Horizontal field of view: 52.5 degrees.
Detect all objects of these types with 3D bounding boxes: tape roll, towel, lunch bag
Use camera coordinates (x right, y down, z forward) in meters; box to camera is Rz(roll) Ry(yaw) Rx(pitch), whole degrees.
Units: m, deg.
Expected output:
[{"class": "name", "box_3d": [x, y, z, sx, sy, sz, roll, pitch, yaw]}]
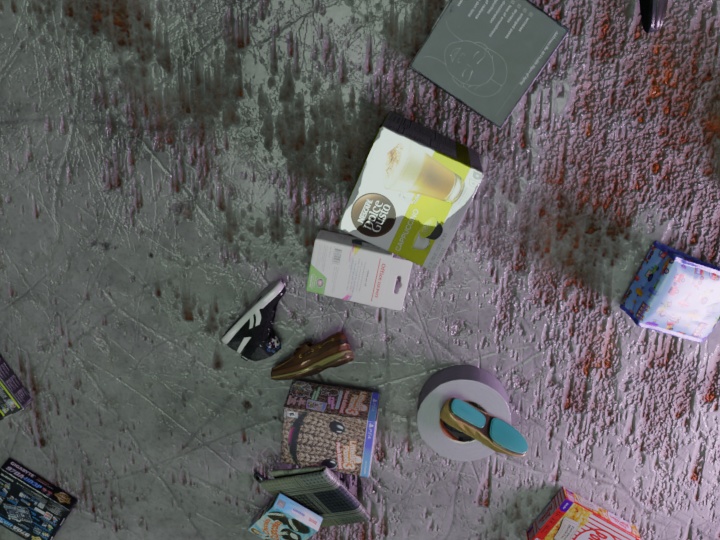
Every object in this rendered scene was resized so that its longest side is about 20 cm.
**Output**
[{"class": "tape roll", "box_3d": [0.221, 0.308, 1.568, 0.199, 0.066, 0.202, 2, 110, 5]}, {"class": "towel", "box_3d": [-0.100, 0.506, 1.634, 0.199, 0.035, 0.193, -19, 122, 32]}, {"class": "lunch bag", "box_3d": [0.640, 0.055, 1.423, 0.199, 0.094, 0.151, 19, 109, -11]}]

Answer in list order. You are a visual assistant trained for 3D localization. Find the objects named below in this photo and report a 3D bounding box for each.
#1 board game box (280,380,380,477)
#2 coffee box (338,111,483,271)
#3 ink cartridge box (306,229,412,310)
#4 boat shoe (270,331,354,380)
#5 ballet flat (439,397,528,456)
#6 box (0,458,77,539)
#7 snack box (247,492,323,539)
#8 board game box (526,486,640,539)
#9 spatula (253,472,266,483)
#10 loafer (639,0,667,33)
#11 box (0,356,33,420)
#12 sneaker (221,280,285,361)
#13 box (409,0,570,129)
[{"class": "board game box", "box_3d": [-0.065, 0.343, 1.587, 0.199, 0.097, 0.160, 8, 119, 4]}, {"class": "coffee box", "box_3d": [0.091, -0.151, 1.340, 0.197, 0.200, 0.200, 24, 111, -3]}, {"class": "ink cartridge box", "box_3d": [0.000, 0.000, 1.477, 0.199, 0.067, 0.118, 13, 111, 2]}, {"class": "boat shoe", "box_3d": [-0.107, 0.187, 1.567, 0.199, 0.072, 0.068, -22, 73, 22]}, {"class": "ballet flat", "box_3d": [0.253, 0.328, 1.514, 0.199, 0.069, 0.063, 33, 138, -4]}, {"class": "box", "box_3d": [-0.820, 0.577, 1.796, 0.199, 0.046, 0.159, 34, 110, -7]}, {"class": "snack box", "box_3d": [-0.176, 0.586, 1.687, 0.116, 0.037, 0.200, 31, 138, -5]}, {"class": "board game box", "box_3d": [0.503, 0.599, 1.655, 0.199, 0.046, 0.152, 28, 111, -5]}, {"class": "spatula", "box_3d": [-0.171, 0.539, 1.722, 0.200, 0.021, 0.057, 39, 112, -8]}, {"class": "loafer", "box_3d": [0.521, -0.505, 1.232, 0.072, 0.073, 0.201, 3, 112, 0]}, {"class": "box", "box_3d": [-0.883, 0.261, 1.687, 0.160, 0.044, 0.201, -26, 105, 14]}, {"class": "sneaker", "box_3d": [-0.194, 0.114, 1.546, 0.112, 0.073, 0.200, 40, 118, -12]}, {"class": "box", "box_3d": [0.220, -0.391, 1.278, 0.196, 0.124, 0.200, 33, 110, -5]}]
